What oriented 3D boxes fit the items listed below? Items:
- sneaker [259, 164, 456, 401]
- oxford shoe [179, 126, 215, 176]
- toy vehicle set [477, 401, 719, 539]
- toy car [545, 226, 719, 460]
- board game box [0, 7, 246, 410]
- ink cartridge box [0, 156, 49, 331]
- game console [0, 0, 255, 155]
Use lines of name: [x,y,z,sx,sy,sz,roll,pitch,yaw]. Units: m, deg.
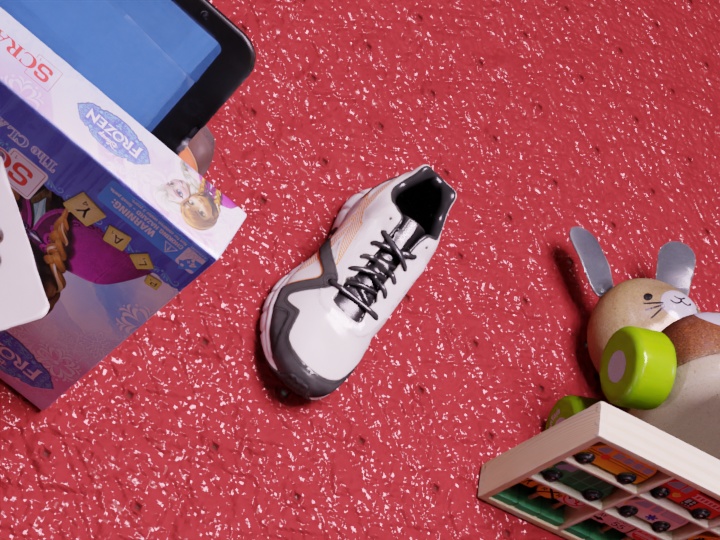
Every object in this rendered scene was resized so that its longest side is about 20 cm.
sneaker: [0.000,0.000,1.059,0.074,0.080,0.200,40,49,-14]
oxford shoe: [-0.171,-0.129,1.016,0.200,0.071,0.073,51,36,-14]
toy vehicle set: [0.196,0.159,1.087,0.200,0.124,0.027,27,51,-23]
toy car: [0.221,0.046,1.168,0.164,0.158,0.200,11,47,-21]
board game box: [-0.193,-0.036,0.845,0.200,0.199,0.041,40,46,-12]
ink cartridge box: [-0.247,0.032,0.766,0.200,0.068,0.115,-20,53,-8]
game console: [-0.196,-0.114,0.923,0.200,0.116,0.176,41,58,-7]
